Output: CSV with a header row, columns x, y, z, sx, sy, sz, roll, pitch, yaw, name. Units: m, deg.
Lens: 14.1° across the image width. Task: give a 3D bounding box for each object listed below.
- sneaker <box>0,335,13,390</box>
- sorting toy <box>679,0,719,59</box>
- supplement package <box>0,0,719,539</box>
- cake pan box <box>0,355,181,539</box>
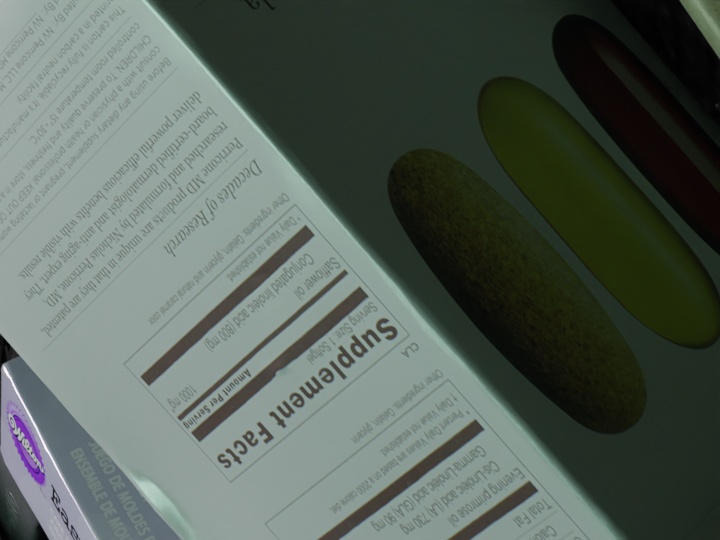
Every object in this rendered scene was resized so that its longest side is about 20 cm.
x,y,z,sx,sy,sz,roll,pitch,yaw,name
-0.143,0.032,0.913,0.082,0.078,0.200,105,158,-62,sneaker
0.106,-0.110,0.541,0.185,0.036,0.200,55,143,-3,sorting toy
0.006,-0.003,0.640,0.200,0.114,0.110,48,137,-1,supplement package
-0.044,0.131,0.837,0.200,0.052,0.184,58,157,24,cake pan box
